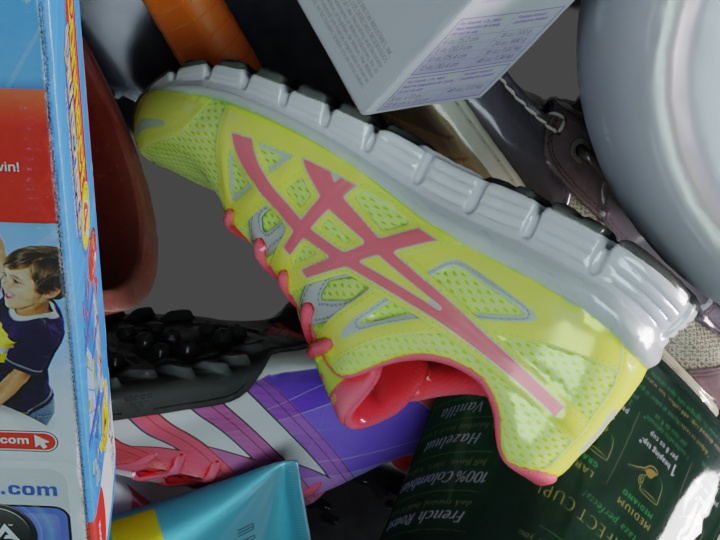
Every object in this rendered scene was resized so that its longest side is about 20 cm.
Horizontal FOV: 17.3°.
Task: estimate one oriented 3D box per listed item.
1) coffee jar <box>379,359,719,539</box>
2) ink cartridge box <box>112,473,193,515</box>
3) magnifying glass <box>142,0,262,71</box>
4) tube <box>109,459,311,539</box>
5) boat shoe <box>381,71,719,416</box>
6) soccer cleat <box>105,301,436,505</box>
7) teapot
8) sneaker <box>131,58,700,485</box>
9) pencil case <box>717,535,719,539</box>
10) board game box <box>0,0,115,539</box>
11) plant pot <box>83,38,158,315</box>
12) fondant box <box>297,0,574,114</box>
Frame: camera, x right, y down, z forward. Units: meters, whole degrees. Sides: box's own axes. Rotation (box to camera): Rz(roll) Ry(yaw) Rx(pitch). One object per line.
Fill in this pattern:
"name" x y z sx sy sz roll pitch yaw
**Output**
"coffee jar" 0.043 0.117 0.757 0.104 0.085 0.200 45 56 -24
"ink cartridge box" -0.142 0.135 0.836 0.145 0.084 0.200 40 101 -18
"magnifying glass" -0.085 -0.138 0.763 0.079 0.022 0.200 -11 121 31
"tube" -0.110 0.117 0.768 0.199 0.050 0.078 -13 120 -7
"boat shoe" 0.071 -0.029 0.813 0.065 0.072 0.200 -41 105 -7
"soccer cleat" -0.042 0.050 0.789 0.200 0.068 0.073 -8 112 -39
"teapot" 0.150 -0.079 0.758 0.197 0.146 0.201 10 103 -11
"sneaker" 0.000 0.000 0.740 0.200 0.078 0.091 27 91 27
"pencil case" 0.068 0.158 0.874 0.200 0.078 0.089 -43 133 10
"board game box" -0.166 -0.010 0.588 0.199 0.056 0.196 1 128 0
"plant pot" -0.198 -0.027 0.722 0.195 0.201 0.201 -31 111 14
"fondant box" 0.038 -0.161 0.676 0.058 0.145 0.200 -11 155 -42
